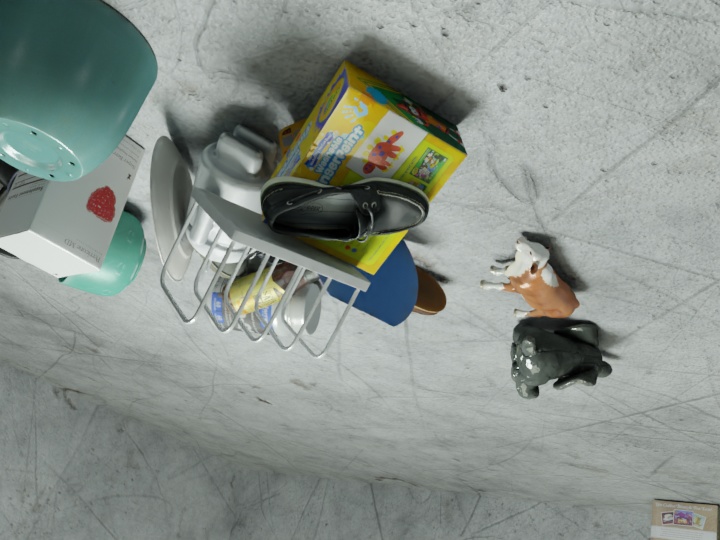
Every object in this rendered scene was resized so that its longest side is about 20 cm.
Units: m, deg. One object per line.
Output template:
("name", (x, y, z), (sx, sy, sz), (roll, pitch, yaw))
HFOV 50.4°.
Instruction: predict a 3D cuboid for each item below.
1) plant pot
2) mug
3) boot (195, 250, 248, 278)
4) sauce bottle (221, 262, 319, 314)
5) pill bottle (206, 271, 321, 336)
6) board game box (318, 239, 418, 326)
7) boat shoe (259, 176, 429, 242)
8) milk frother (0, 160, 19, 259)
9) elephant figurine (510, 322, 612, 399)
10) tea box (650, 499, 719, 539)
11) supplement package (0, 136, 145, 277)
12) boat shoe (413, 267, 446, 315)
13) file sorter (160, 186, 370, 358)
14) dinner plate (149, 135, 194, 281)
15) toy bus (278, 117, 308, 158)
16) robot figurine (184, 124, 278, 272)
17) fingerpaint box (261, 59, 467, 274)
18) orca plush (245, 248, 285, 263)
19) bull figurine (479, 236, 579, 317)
("plant pot", (-0.362, -0.206, 0.907), (0.197, 0.164, 0.201), (12, 156, 5))
("mug", (-0.444, -0.046, 1.339), (0.113, 0.187, 0.152), (21, 133, -31))
("boot", (-0.184, -0.052, 1.275), (0.197, 0.074, 0.182), (-10, 149, 30))
("sauce bottle", (-0.146, 0.022, 1.344), (0.197, 0.067, 0.066), (-20, 145, 18))
("pill bottle", (-0.180, 0.063, 1.447), (0.196, 0.116, 0.114), (5, 155, 18))
("board game box", (0.000, 0.000, 1.152), (0.198, 0.160, 0.039), (26, 142, -27))
("boat shoe", (-0.015, -0.063, 0.860), (0.195, 0.067, 0.075), (8, 125, -12))
("milk frother", (-0.598, -0.075, 1.273), (0.179, 0.203, 0.187), (32, 150, -27))
("elephant figurine", (0.372, 0.154, 1.362), (0.196, 0.156, 0.144), (1, 112, 2))
("tea box", (1.025, 0.804, 2.366), (0.198, 0.136, 0.196), (-8, 148, 39))
("supplement package", (-0.416, -0.109, 1.096), (0.118, 0.203, 0.121), (-7, 150, 38))
("boat shoe", (0.049, 0.021, 1.288), (0.198, 0.071, 0.070), (29, 146, -12))
("file sorter", (-0.119, 0.010, 0.923), (0.198, 0.126, 0.139), (21, -168, -38))
("dinner plate", (-0.256, -0.086, 1.072), (0.024, 0.204, 0.201), (-3, 155, 2))
("toy bus", (-0.044, -0.110, 1.030), (0.064, 0.079, 0.201), (-20, 149, 6))
("robot figurine", (-0.175, -0.094, 1.045), (0.112, 0.170, 0.202), (30, 123, 11))
("fingerpaint box", (0.000, -0.116, 0.911), (0.165, 0.074, 0.201), (24, 123, -23))
("orca plush", (-0.087, -0.044, 1.096), (0.071, 0.106, 0.200), (34, -170, 5))
("bull figurine", (0.262, 0.020, 1.177), (0.120, 0.066, 0.200), (-2, 149, 40))
